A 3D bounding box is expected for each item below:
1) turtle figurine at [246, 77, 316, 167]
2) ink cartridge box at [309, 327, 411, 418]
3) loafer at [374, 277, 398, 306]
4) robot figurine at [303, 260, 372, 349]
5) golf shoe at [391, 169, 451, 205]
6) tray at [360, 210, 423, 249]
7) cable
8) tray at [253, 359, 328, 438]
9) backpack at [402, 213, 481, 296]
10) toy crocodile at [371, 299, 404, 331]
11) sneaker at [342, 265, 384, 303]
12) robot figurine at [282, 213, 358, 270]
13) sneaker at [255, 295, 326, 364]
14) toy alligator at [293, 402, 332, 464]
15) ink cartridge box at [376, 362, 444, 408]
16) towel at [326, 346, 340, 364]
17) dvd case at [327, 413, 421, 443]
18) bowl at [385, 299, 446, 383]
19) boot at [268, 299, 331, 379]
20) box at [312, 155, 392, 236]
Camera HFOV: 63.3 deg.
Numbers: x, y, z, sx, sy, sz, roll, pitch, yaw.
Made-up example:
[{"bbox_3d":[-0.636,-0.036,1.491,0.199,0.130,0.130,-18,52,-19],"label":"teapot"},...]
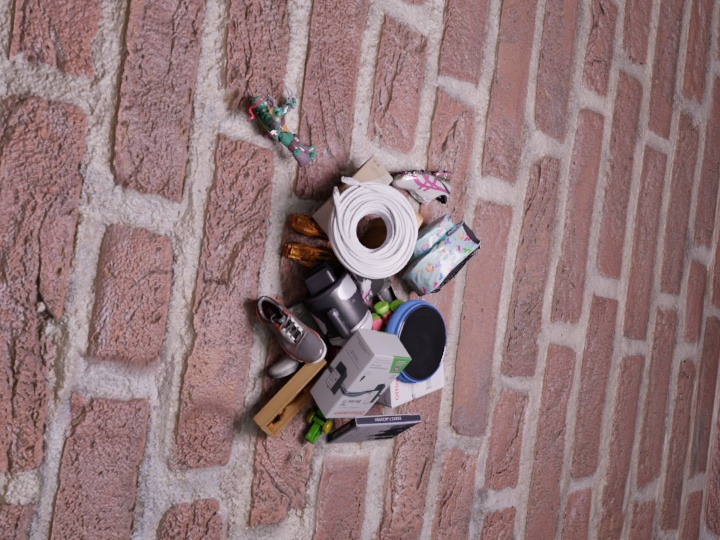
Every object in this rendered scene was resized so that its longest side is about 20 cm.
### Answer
[{"bbox_3d":[-0.176,-0.329,1.292,0.201,0.099,0.152,51,27,-26],"label":"turtle figurine"},{"bbox_3d":[0.000,0.237,1.322,0.144,0.084,0.202,13,121,-49],"label":"ink cartridge box"},{"bbox_3d":[0.065,0.054,1.489,0.072,0.062,0.203,-41,114,-23],"label":"loafer"},{"bbox_3d":[-0.055,0.083,1.334,0.203,0.123,0.151,58,45,-18],"label":"robot figurine"},{"bbox_3d":[0.164,-0.217,1.530,0.194,0.072,0.096,-3,96,-33],"label":"golf shoe"},{"bbox_3d":[0.066,-0.086,1.398,0.037,0.199,0.100,37,74,-20],"label":"tray"},{"bbox_3d":[0.024,-0.086,1.249,0.193,0.069,0.208,7,85,-12],"label":"cable"},{"bbox_3d":[-0.150,0.285,1.331,0.200,0.037,0.099,-44,156,-13],"label":"tray"},{"bbox_3d":[0.193,-0.034,1.504,0.150,0.177,0.201,42,75,-4],"label":"backpack"},{"bbox_3d":[0.028,0.132,1.439,0.195,0.062,0.069,-24,112,-15],"label":"toy crocodile"},{"bbox_3d":[0.000,0.000,1.379,0.080,0.086,0.202,-38,151,-17],"label":"sneaker"},{"bbox_3d":[-0.085,-0.060,1.387,0.195,0.058,0.150,12,89,-33],"label":"robot figurine"},{"bbox_3d":[-0.161,0.130,1.286,0.198,0.082,0.078,37,77,10],"label":"sneaker"},{"bbox_3d":[-0.101,0.376,1.413,0.204,0.058,0.055,-60,160,-15],"label":"toy alligator"},{"bbox_3d":[0.120,0.247,1.502,0.196,0.082,0.151,-10,100,-40],"label":"ink cartridge box"},{"bbox_3d":[0.005,0.208,1.486,0.195,0.022,0.150,11,86,-33],"label":"towel"},{"bbox_3d":[0.034,0.393,1.450,0.195,0.150,0.025,7,57,-32],"label":"dvd case"},{"bbox_3d":[0.140,0.176,1.435,0.196,0.039,0.209,-2,93,-41],"label":"bowl"},{"bbox_3d":[-0.156,0.151,1.362,0.198,0.067,0.134,-33,103,-32],"label":"boot"},{"bbox_3d":[-0.016,-0.170,1.368,0.078,0.094,0.201,47,51,-10],"label":"box"}]
